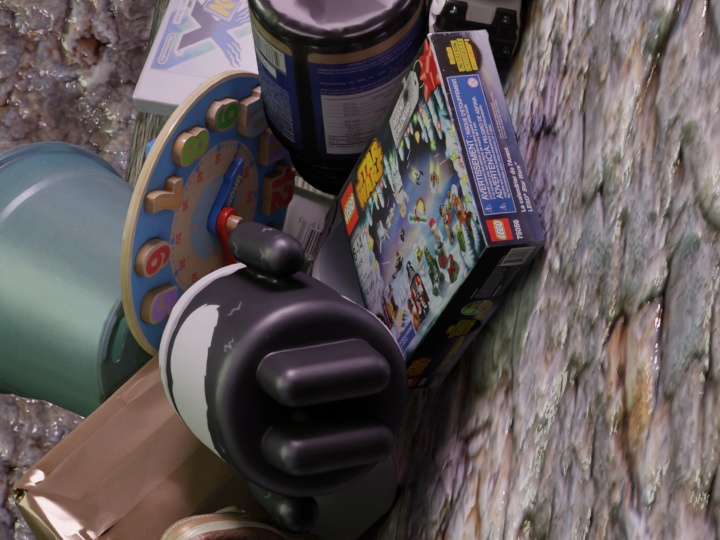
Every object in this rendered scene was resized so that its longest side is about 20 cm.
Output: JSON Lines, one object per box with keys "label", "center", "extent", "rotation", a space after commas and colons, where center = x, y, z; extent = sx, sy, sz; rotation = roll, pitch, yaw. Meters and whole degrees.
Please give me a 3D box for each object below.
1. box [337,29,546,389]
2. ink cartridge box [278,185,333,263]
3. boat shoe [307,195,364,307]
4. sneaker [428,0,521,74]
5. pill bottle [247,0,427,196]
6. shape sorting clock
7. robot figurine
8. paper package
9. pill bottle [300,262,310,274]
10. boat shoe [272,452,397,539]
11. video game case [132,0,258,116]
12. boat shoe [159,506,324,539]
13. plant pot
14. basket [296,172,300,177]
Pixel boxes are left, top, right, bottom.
{"label": "box", "center": [0.043, -0.031, 1.390], "extent": [0.200, 0.040, 0.137], "rotation": [121, 140, -58]}
{"label": "ink cartridge box", "center": [-0.073, -0.047, 1.769], "extent": [0.200, 0.161, 0.050], "rotation": [-153, 83, -78]}
{"label": "boat shoe", "center": [-0.005, -0.002, 1.608], "extent": [0.202, 0.075, 0.086], "rotation": [-87, 14, -51]}
{"label": "sneaker", "center": [0.081, -0.217, 1.435], "extent": [0.091, 0.066, 0.200], "rotation": [-98, 21, -54]}
{"label": "pill bottle", "center": [-0.012, -0.135, 1.525], "extent": [0.200, 0.112, 0.112], "rotation": [85, -171, -60]}
{"label": "shape sorting clock", "center": [-0.097, -0.035, 1.576], "extent": [0.200, 0.039, 0.200], "rotation": [-48, -33, -48]}
{"label": "robot figurine", "center": [-0.049, 0.064, 1.423], "extent": [0.150, 0.125, 0.200], "rotation": [-58, 25, -1]}
{"label": "paper package", "center": [-0.121, 0.150, 1.601], "extent": [0.191, 0.103, 0.200], "rotation": [-43, -21, -15]}
{"label": "pill bottle", "center": [-0.084, 0.058, 1.838], "extent": [0.113, 0.113, 0.200], "rotation": [-103, 27, -65]}
{"label": "boat shoe", "center": [-0.021, 0.147, 1.558], "extent": [0.200, 0.072, 0.066], "rotation": [105, 168, -53]}
{"label": "video game case", "center": [-0.047, -0.187, 1.693], "extent": [0.022, 0.182, 0.200], "rotation": [69, -144, -59]}
{"label": "boat shoe", "center": [-0.073, 0.177, 1.453], "extent": [0.076, 0.200, 0.072], "rotation": [42, 96, 32]}
{"label": "plant pot", "center": [-0.186, 0.026, 1.737], "extent": [0.196, 0.200, 0.200], "rotation": [23, 102, 44]}
{"label": "basket", "center": [-0.045, -0.143, 1.819], "extent": [0.200, 0.135, 0.123], "rotation": [-130, 57, -76]}
